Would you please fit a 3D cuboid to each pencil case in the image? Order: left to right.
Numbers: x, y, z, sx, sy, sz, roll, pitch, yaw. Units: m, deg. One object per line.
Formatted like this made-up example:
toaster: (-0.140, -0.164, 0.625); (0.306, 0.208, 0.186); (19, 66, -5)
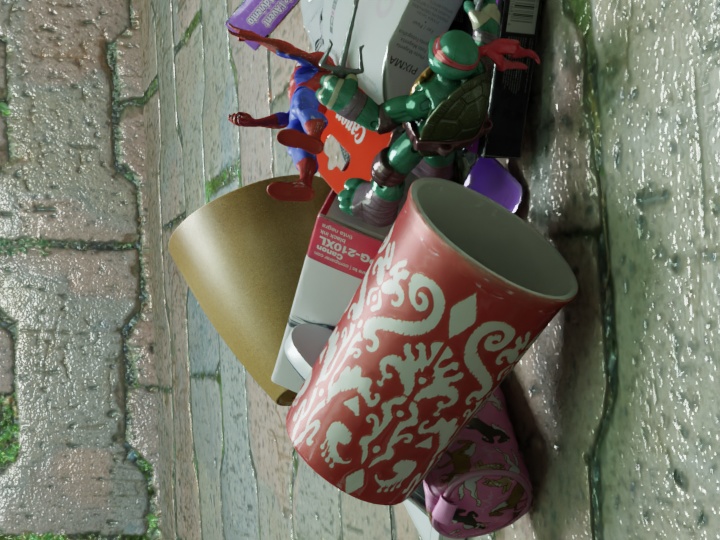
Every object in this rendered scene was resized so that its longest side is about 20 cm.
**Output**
pencil case: (0.069, 0.108, 1.188); (0.083, 0.086, 0.201); (63, -174, -48)

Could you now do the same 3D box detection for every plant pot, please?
plant pot: (-0.082, 0.032, 1.610); (0.187, 0.185, 0.201); (120, 132, -62)

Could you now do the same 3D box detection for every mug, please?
mug: (0.051, 0.052, 1.091); (0.133, 0.177, 0.200); (38, 112, 14)

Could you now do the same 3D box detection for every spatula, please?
spatula: (0.085, -0.091, 1.231); (0.057, 0.020, 0.200); (-63, 23, 25)

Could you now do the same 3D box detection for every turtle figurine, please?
turtle figurine: (0.044, -0.120, 1.066); (0.101, 0.149, 0.200); (58, 153, 27)

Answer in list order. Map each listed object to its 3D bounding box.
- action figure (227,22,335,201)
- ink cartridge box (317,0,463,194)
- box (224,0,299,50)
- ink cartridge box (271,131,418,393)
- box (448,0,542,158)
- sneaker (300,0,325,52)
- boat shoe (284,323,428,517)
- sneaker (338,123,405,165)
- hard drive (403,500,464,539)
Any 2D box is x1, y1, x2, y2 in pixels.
action figure: (-0.068, -0.126, 1.172); (0.200, 0.098, 0.066); (-80, 4, -62)
ink cartridge box: (0.000, -0.168, 1.210); (0.201, 0.057, 0.163); (-59, 28, 11)
box: (-0.036, -0.290, 1.354); (0.137, 0.039, 0.200); (-44, 12, 38)
ink cartridge box: (0.000, 0.000, 1.315); (0.145, 0.084, 0.201); (-64, -6, -49)
box: (0.080, -0.175, 1.192); (0.200, 0.036, 0.144); (-142, 56, -65)
sneaker: (-0.016, -0.261, 1.479); (0.200, 0.075, 0.115); (107, 153, -57)
boat shoe: (0.010, 0.127, 1.248); (0.068, 0.200, 0.072); (-53, -3, 32)
sneaker: (0.014, -0.159, 1.344); (0.077, 0.078, 0.201); (-62, -19, -60)
hard drive: (0.054, 0.151, 1.367); (0.200, 0.027, 0.133); (-122, 34, -62)
